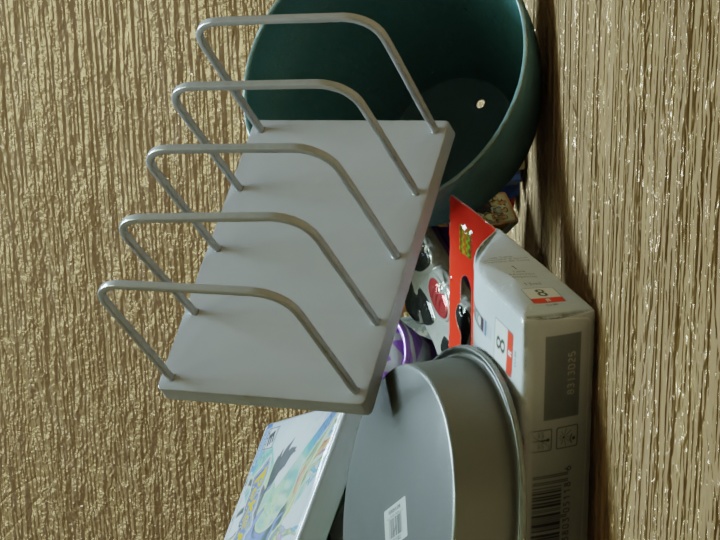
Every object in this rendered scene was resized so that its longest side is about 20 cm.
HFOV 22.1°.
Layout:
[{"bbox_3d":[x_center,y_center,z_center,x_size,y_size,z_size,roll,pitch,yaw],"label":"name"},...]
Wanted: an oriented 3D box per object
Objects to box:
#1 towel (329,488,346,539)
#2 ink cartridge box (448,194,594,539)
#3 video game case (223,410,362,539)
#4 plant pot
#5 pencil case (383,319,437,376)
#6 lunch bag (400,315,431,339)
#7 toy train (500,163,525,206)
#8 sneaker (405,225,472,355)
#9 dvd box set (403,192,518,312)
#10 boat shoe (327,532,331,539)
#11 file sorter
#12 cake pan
[{"bbox_3d":[0.029,0.181,1.142,0.200,0.031,0.149,-106,33,-48],"label":"towel"},{"bbox_3d":[0.073,0.061,1.081,0.200,0.050,0.162,-138,42,-59],"label":"ink cartridge box"},{"bbox_3d":[-0.064,0.191,1.256,0.200,0.022,0.182,-69,15,-17],"label":"video game case"},{"bbox_3d":[0.041,-0.110,1.238,0.135,0.200,0.200,36,-131,-59],"label":"plant pot"},{"bbox_3d":[0.046,0.099,1.322,0.084,0.085,0.200,-58,-41,-10],"label":"pencil case"},{"bbox_3d":[0.061,0.153,1.527,0.168,0.139,0.200,34,-130,-55],"label":"lunch bag"},{"bbox_3d":[0.104,-0.065,1.437,0.200,0.034,0.046,87,178,-81],"label":"toy train"},{"bbox_3d":[0.092,0.035,1.218,0.081,0.083,0.200,103,153,-42],"label":"sneaker"},{"bbox_3d":[0.000,0.000,1.344,0.146,0.200,0.029,-42,65,46],"label":"dvd box set"},{"bbox_3d":[-0.028,0.226,1.236,0.067,0.057,0.200,-56,18,30],"label":"boat shoe"},{"bbox_3d":[-0.051,-0.036,1.081,0.125,0.139,0.200,55,-135,-50],"label":"file sorter"},{"bbox_3d":[0.036,0.140,1.032,0.200,0.037,0.200,-174,90,-70],"label":"cake pan"}]
